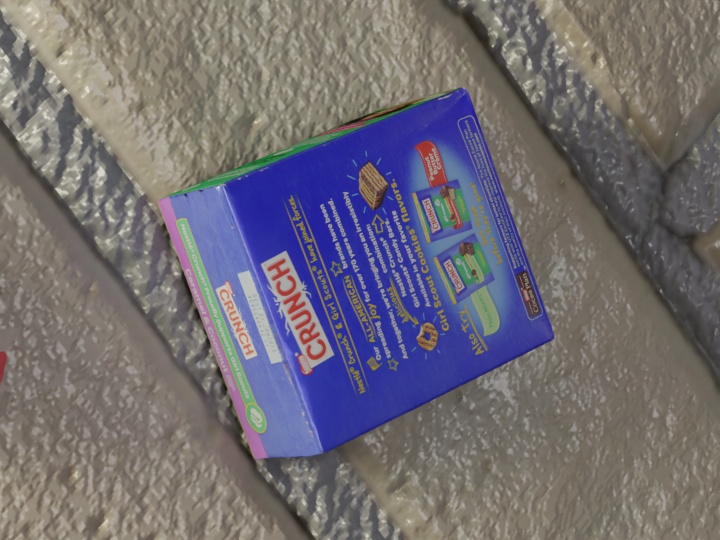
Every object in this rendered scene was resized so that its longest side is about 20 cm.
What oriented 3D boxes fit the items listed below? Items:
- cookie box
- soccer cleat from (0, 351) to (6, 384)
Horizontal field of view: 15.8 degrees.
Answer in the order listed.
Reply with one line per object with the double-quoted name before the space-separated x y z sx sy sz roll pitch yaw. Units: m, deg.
"cookie box" 0.000 0.000 1.563 0.200 0.075 0.172 -23 96 -37
"soccer cleat" -0.268 0.006 1.382 0.200 0.068 0.073 49 34 -14
